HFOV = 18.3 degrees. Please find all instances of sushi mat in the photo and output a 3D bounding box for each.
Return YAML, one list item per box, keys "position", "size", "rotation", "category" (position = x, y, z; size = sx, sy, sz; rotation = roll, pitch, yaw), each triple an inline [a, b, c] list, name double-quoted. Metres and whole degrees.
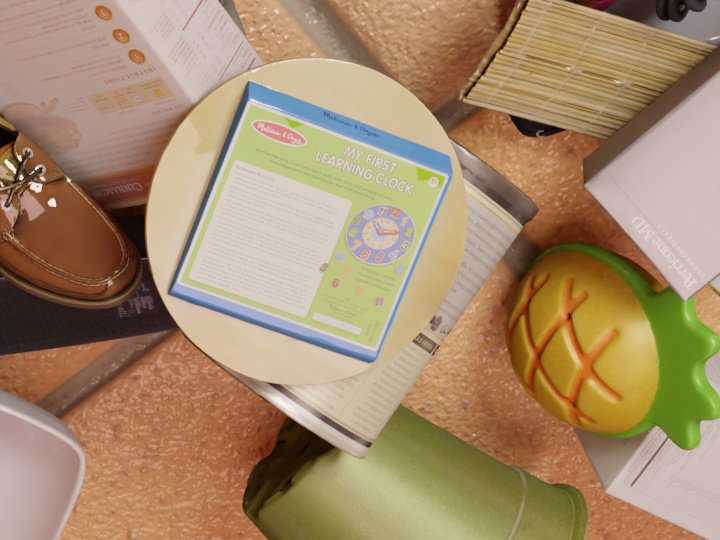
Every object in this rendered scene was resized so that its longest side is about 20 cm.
- position: [0.166, -0.123, 1.445]
  size: [0.200, 0.012, 0.096]
  rotation: [12, 129, -31]
  category: "sushi mat"

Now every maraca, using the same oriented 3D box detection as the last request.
- position: [0.174, 0.052, 1.523]
  size: [0.107, 0.200, 0.137]
  rotation: [-19, 111, -32]
  category: "maraca"

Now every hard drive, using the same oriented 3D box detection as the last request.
- position: [-0.197, 0.011, 1.468]
  size: [0.200, 0.042, 0.135]
  rotation: [-8, 158, -2]
  category: "hard drive"

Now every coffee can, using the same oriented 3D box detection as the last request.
- position: [0.000, 0.000, 1.449]
  size: [0.146, 0.146, 0.200]
  rotation: [35, 90, -26]
  category: "coffee can"

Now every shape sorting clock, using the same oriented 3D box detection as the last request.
- position: [-0.032, -0.029, 1.347]
  size: [0.200, 0.039, 0.200]
  rotation: [-4, 106, -13]
  category: "shape sorting clock"

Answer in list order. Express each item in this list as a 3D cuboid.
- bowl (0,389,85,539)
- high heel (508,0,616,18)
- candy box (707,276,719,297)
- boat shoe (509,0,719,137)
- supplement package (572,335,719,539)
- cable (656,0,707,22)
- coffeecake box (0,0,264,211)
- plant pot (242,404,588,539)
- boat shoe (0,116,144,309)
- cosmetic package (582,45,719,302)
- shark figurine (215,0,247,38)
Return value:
- position: [-0.308, 0.148, 1.540]
  size: [0.199, 0.075, 0.200]
  rotation: [22, 113, -22]
  category: "bowl"
- position: [0.135, -0.182, 1.386]
  size: [0.096, 0.200, 0.067]
  rotation: [-37, 84, 4]
  category: "high heel"
- position: [0.292, -0.082, 1.512]
  size: [0.056, 0.117, 0.200]
  rotation: [37, 107, -26]
  category: "candy box"
- position: [0.186, -0.147, 1.490]
  size: [0.200, 0.069, 0.057]
  rotation: [-21, 146, 0]
  category: "boat shoe"
- position: [0.271, 0.128, 1.627]
  size: [0.200, 0.110, 0.114]
  rotation: [26, 110, -23]
  category: "supplement package"
- position: [0.233, -0.225, 1.386]
  size: [0.051, 0.200, 0.163]
  rotation: [25, 70, 2]
  category: "cable"
- position: [-0.160, -0.137, 1.370]
  size: [0.153, 0.073, 0.200]
  rotation: [-9, 129, 39]
  category: "coffeecake box"
- position: [0.024, 0.177, 1.578]
  size: [0.190, 0.200, 0.200]
  rotation: [40, 105, -14]
  category: "plant pot"
- position: [-0.221, -0.049, 1.386]
  size: [0.072, 0.200, 0.068]
  rotation: [-50, 163, -21]
  category: "boat shoe"
- position: [0.245, -0.086, 1.410]
  size: [0.200, 0.090, 0.107]
  rotation: [-43, 97, 11]
  category: "cosmetic package"
- position: [-0.093, -0.218, 1.369]
  size: [0.128, 0.215, 0.090]
  rotation: [37, 66, 4]
  category: "shark figurine"
